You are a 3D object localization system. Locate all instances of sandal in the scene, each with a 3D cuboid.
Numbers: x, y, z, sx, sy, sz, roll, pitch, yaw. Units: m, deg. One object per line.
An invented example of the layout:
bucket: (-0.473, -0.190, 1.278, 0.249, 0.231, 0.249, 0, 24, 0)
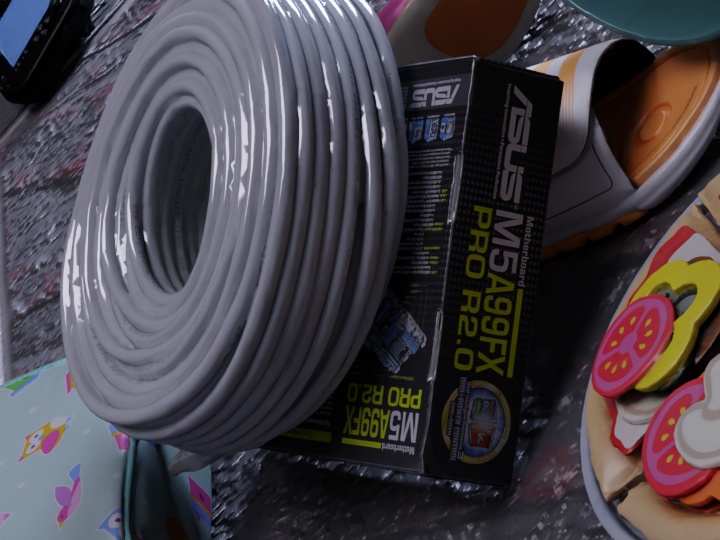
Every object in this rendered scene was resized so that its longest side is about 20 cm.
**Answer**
sandal: (0.062, -0.042, 0.879, 0.206, 0.059, 0.079, -32, 33, 35)

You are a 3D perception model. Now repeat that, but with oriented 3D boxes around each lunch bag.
lunch bag: (-0.149, 0.128, 0.951, 0.160, 0.077, 0.200, -27, 31, 12)

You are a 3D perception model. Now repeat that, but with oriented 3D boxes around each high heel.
high heel: (0.016, -0.112, 1.038, 0.200, 0.067, 0.096, -56, 33, 23)

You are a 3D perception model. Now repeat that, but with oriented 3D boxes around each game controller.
game controller: (-0.248, -0.187, 1.595, 0.104, 0.042, 0.200, -51, 25, 2)

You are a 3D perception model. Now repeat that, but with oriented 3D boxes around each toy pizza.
toy pizza: (0.144, 0.010, 0.711, 0.200, 0.032, 0.200, -38, 29, 26)

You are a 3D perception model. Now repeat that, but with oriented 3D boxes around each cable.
cable: (-0.056, -0.025, 0.865, 0.200, 0.069, 0.201, -22, 62, 56)

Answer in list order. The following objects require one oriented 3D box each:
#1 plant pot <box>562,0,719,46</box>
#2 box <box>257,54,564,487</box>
plant pot: (0.142, -0.213, 0.824, 0.161, 0.201, 0.200, -35, 19, -22)
box: (0.000, 0.000, 0.876, 0.200, 0.044, 0.161, -1, 81, 59)
